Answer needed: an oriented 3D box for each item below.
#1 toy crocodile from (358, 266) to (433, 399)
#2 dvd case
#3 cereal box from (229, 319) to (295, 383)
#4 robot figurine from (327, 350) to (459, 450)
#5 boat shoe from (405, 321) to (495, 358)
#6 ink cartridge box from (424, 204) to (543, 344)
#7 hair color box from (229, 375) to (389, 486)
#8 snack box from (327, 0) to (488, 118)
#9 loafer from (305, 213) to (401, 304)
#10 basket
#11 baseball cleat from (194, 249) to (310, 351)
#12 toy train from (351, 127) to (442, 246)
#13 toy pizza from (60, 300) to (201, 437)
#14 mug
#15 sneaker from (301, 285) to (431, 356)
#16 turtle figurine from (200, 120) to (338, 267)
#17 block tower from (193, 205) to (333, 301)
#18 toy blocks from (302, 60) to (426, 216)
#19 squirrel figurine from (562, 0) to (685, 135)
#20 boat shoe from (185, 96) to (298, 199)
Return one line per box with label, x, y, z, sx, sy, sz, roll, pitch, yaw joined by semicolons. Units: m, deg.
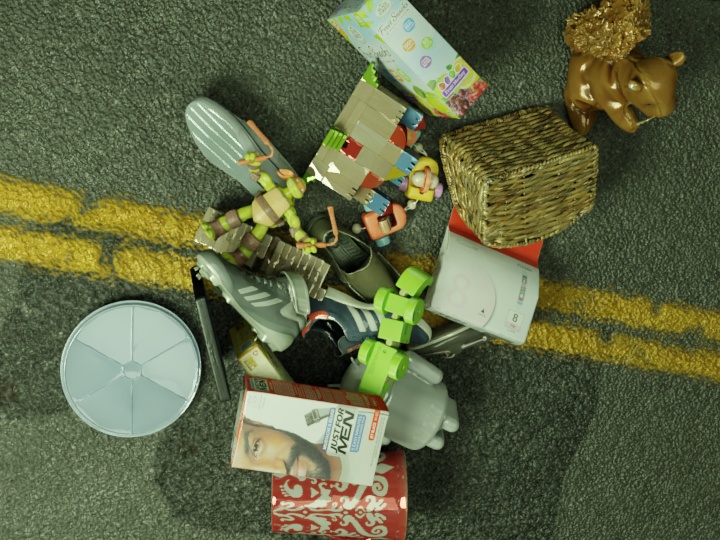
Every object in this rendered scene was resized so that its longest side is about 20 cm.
toy crocodile;0.048;0.091;1.495;0.067;0.062;0.203;17;88;28
dvd case;-0.207;0.082;1.445;0.017;0.200;0.145;-14;104;-8
cereal box;-0.113;0.172;1.518;0.039;0.144;0.201;-35;107;-3
robot figurine;0.052;0.192;1.577;0.198;0.113;0.171;27;114;-17
boat shoe;0.168;0.102;1.611;0.198;0.067;0.058;-22;102;-12
ink cartridge box;0.195;-0.011;1.570;0.161;0.057;0.203;21;84;-14
hair color box;-0.070;0.217;1.430;0.197;0.064;0.113;10;102;-12
snack box;0.061;-0.300;1.445;0.200;0.169;0.068;44;87;-17
loafer;0.000;0.000;1.546;0.199;0.070;0.075;39;91;-18
basket;0.230;-0.134;1.556;0.198;0.149;0.144;-19;129;-17
baseball cleat;-0.137;0.020;1.412;0.106;0.070;0.201;-44;131;-9
toy train;0.045;-0.140;1.535;0.148;0.056;0.203;-18;106;-10
toy pizza;-0.329;0.140;1.518;0.197;0.032;0.203;-3;102;-14
mug;-0.033;0.355;1.578;0.197;0.134;0.180;1;109;-3
sneaker;0.005;0.092;1.545;0.197;0.075;0.086;15;61;-2
turtle figurine;-0.135;-0.088;1.433;0.160;0.064;0.201;-36;99;2
block tower;-0.131;-0.026;1.490;0.198;0.054;0.058;27;96;1
toy blocks;0.021;-0.169;1.474;0.136;0.100;0.201;31;106;-4
squirrel figurine;0.374;-0.296;1.511;0.140;0.187;0.202;-25;106;-7
boat shoe;-0.163;-0.168;1.476;0.073;0.067;0.201;-26;115;33
